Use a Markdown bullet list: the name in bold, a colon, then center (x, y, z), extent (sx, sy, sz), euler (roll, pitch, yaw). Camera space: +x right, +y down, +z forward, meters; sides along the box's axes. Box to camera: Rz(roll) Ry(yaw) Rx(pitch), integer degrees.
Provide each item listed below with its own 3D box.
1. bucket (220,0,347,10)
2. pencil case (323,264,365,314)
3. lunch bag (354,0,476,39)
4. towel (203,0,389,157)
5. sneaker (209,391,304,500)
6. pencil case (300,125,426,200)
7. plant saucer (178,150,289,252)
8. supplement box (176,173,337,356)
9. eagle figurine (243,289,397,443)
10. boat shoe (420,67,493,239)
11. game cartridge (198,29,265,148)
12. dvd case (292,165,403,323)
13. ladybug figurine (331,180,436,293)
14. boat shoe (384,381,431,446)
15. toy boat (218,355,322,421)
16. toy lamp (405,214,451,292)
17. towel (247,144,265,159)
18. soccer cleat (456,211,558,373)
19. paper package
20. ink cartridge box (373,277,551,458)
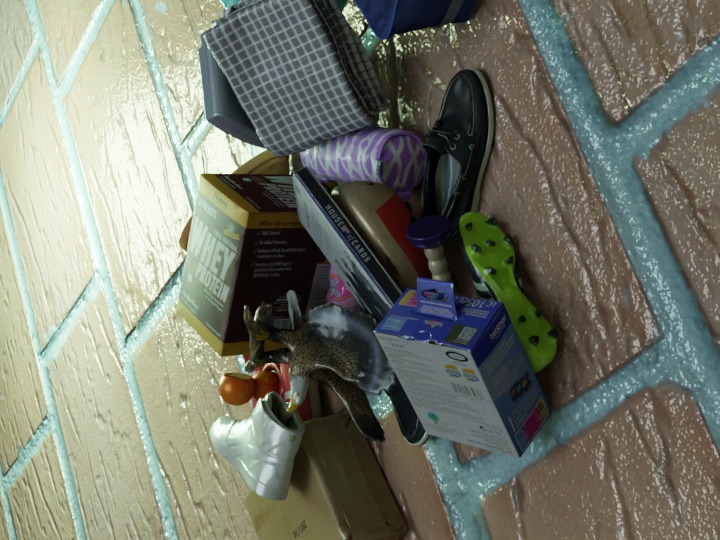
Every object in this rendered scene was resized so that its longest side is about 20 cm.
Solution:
- **bucket**: center (-0.089, -0.405, 1.546), extent (0.208, 0.206, 0.135), euler (65, 147, 28)
- **pencil case**: center (0.000, 0.000, 1.546), extent (0.087, 0.087, 0.201), euler (35, 119, 48)
- **lunch bag**: center (0.056, -0.375, 1.399), extent (0.201, 0.131, 0.136), euler (62, 153, 28)
- **towel**: center (-0.080, -0.248, 1.473), extent (0.165, 0.086, 0.201), euler (-16, 114, 35)
- **sneaker**: center (-0.131, 0.208, 1.603), extent (0.200, 0.073, 0.116), euler (32, 105, 55)
- **pencil case**: center (0.002, -0.142, 1.533), extent (0.200, 0.083, 0.086), euler (19, 119, 55)
- **plant saucer**: center (-0.170, -0.090, 1.701), extent (0.037, 0.200, 0.200), euler (47, 134, 7)
- **supplement box**: center (-0.116, -0.012, 1.608), extent (0.133, 0.196, 0.201), euler (37, 121, 46)
- **eagle figurine**: center (-0.045, 0.115, 1.483), extent (0.152, 0.198, 0.152), euler (0, -76, -82)
- **boat shoe**: center (0.102, -0.134, 1.402), extent (0.074, 0.066, 0.201), euler (29, 116, 48)
- **game cartridge**: center (-0.125, -0.226, 1.573), extent (0.040, 0.199, 0.134), euler (-12, 79, 37)
- **dvd case**: center (-0.013, -0.015, 1.423), extent (0.201, 0.025, 0.150), euler (54, 169, 14)
- **ladybug figurine**: center (0.040, -0.024, 1.427), extent (0.201, 0.072, 0.136), euler (58, 170, -9)
- **boat shoe**: center (0.047, 0.119, 1.504), extent (0.074, 0.062, 0.202), euler (-17, 80, 52)
- **toy boat**: center (-0.139, 0.161, 1.705), extent (0.130, 0.130, 0.202), euler (-32, 61, 50)
- **toy lamp**: center (0.100, 0.035, 1.369), extent (0.058, 0.058, 0.201), euler (28, 141, 50)
- **towel**: center (-0.111, -0.242, 1.737), extent (0.200, 0.024, 0.148), euler (-31, 65, 50)
- **soccer cleat**: center (0.151, 0.028, 1.348), extent (0.201, 0.067, 0.081), euler (66, 149, 26)
- **paper package**: center (-0.051, 0.323, 1.622), extent (0.200, 0.103, 0.191), euler (-58, 46, 40)
- **ink cartridge box**: center (0.105, 0.098, 1.298), extent (0.136, 0.076, 0.201), euler (9, 140, 41)
